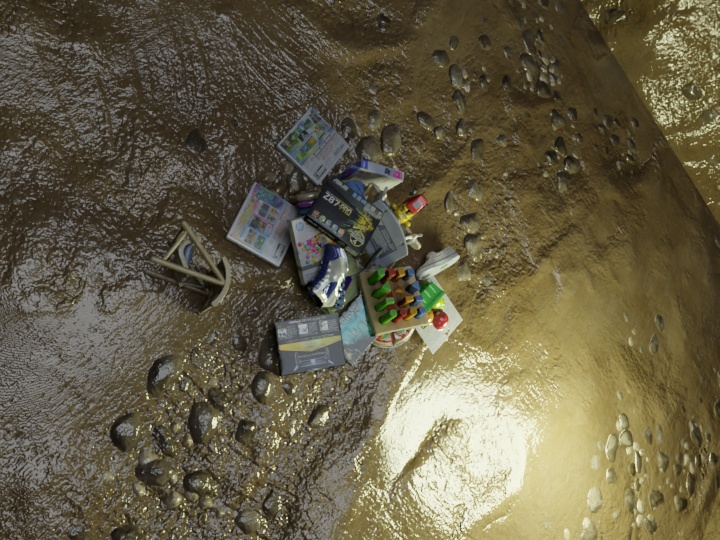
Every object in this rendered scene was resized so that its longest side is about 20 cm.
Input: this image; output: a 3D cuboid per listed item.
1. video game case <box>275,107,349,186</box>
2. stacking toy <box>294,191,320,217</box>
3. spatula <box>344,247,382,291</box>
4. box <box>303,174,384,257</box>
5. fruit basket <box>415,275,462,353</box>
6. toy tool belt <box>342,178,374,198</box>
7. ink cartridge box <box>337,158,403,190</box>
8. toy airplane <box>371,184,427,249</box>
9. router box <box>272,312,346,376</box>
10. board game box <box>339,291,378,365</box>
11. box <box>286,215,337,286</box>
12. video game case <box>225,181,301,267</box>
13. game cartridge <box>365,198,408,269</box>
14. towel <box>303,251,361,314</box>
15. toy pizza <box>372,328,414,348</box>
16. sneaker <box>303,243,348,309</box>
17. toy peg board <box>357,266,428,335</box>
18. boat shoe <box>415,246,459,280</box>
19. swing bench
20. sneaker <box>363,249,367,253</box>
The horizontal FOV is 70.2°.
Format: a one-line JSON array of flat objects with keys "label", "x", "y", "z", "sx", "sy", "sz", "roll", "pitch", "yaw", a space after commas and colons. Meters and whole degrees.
[{"label": "video game case", "x": -0.154, "y": -0.409, "z": 1.690, "sx": 0.182, "sy": 0.022, "sz": 0.201, "roll": 42, "pitch": 64, "yaw": -15}, {"label": "stacking toy", "x": -0.150, "y": -0.141, "z": 1.597, "sx": 0.084, "sy": 0.085, "sz": 0.203, "roll": -14, "pitch": 104, "yaw": -30}, {"label": "spatula", "x": 0.000, "y": 0.000, "z": 1.599, "sx": 0.200, "sy": 0.056, "sz": 0.021, "roll": -44, "pitch": 113, "yaw": -9}, {"label": "box", "x": -0.047, "y": -0.161, "z": 1.525, "sx": 0.199, "sy": 0.049, "sz": 0.162, "roll": 36, "pitch": 65, "yaw": -12}, {"label": "fruit basket", "x": 0.247, "y": 0.151, "z": 1.768, "sx": 0.185, "sy": 0.093, "sz": 0.201, "roll": -43, "pitch": 110, "yaw": -28}, {"label": "toy tool belt", "x": -0.056, "y": -0.234, "z": 1.646, "sx": 0.198, "sy": 0.123, "sz": 0.126, "roll": -22, "pitch": 84, "yaw": -30}, {"label": "ink cartridge box", "x": 0.033, "y": -0.322, "z": 1.718, "sx": 0.198, "sy": 0.119, "sz": 0.043, "roll": 9, "pitch": 77, "yaw": -27}, {"label": "toy airplane", "x": 0.117, "y": -0.175, "z": 1.695, "sx": 0.198, "sy": 0.201, "sz": 0.141, "roll": 17, "pitch": 37, "yaw": 18}, {"label": "router box", "x": -0.152, "y": 0.219, "z": 1.521, "sx": 0.197, "sy": 0.052, "sz": 0.160, "roll": -6, "pitch": 83, "yaw": -17}, {"label": "board game box", "x": -0.010, "y": 0.179, "z": 1.608, "sx": 0.135, "sy": 0.028, "sz": 0.200, "roll": 43, "pitch": 73, "yaw": 1}, {"label": "box", "x": -0.128, "y": -0.072, "z": 1.553, "sx": 0.154, "sy": 0.041, "sz": 0.203, "roll": -19, "pitch": 106, "yaw": -29}, {"label": "video game case", "x": -0.287, "y": -0.140, "z": 1.560, "sx": 0.181, "sy": 0.024, "sz": 0.202, "roll": 30, "pitch": 68, "yaw": -20}, {"label": "game cartridge", "x": 0.065, "y": -0.118, "z": 1.623, "sx": 0.202, "sy": 0.132, "sz": 0.041, "roll": 61, "pitch": 16, "yaw": -13}, {"label": "towel", "x": -0.074, "y": 0.041, "z": 1.634, "sx": 0.200, "sy": 0.036, "sz": 0.149, "roll": -41, "pitch": 99, "yaw": -27}, {"label": "toy pizza", "x": 0.088, "y": 0.150, "z": 1.664, "sx": 0.197, "sy": 0.032, "sz": 0.203, "roll": 1, "pitch": 83, "yaw": -7}, {"label": "sneaker", "x": -0.105, "y": 0.026, "z": 1.512, "sx": 0.114, "sy": 0.080, "sz": 0.203, "roll": -8, "pitch": 106, "yaw": -34}, {"label": "toy peg board", "x": 0.120, "y": 0.078, "z": 1.605, "sx": 0.197, "sy": 0.098, "sz": 0.203, "roll": -7, "pitch": 72, "yaw": -26}, {"label": "boat shoe", "x": 0.263, "y": -0.033, "z": 1.825, "sx": 0.198, "sy": 0.071, "sz": 0.070, "roll": -27, "pitch": 66, "yaw": -27}, {"label": "swing bench", "x": -0.440, "y": 0.003, "z": 1.345, "sx": 0.200, "sy": 0.198, "sz": 0.131, "roll": 40, "pitch": 64, "yaw": -16}, {"label": "sneaker", "x": 0.051, "y": -0.096, "z": 1.696, "sx": 0.198, "sy": 0.070, "sz": 0.081, "roll": 2, "pitch": 110, "yaw": -30}]
